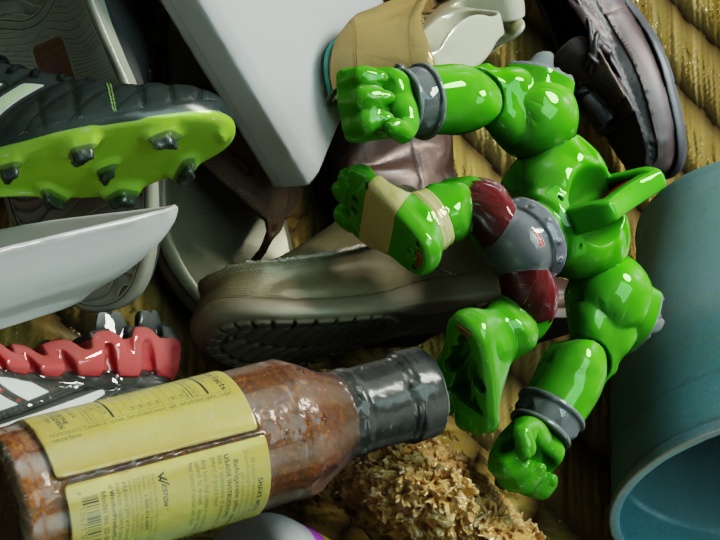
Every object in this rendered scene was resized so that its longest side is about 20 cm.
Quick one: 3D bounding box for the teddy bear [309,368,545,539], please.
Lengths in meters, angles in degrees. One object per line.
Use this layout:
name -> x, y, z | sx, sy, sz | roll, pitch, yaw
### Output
teddy bear -> 0.042, 0.110, 0.933 | 0.067, 0.200, 0.145 | -52, 144, 6

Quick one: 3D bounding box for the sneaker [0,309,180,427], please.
sneaker -> -0.155, 0.075, 0.852 | 0.200, 0.071, 0.098 | -5, 77, -41

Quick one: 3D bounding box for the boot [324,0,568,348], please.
boot -> 0.052, -0.061, 1.076 | 0.186, 0.064, 0.200 | 3, 69, -40

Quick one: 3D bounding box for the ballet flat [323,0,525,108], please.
ballet flat -> 0.050, -0.121, 1.009 | 0.200, 0.063, 0.069 | -48, 128, -53

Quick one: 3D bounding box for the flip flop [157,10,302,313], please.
flip flop -> -0.056, -0.063, 0.984 | 0.081, 0.058, 0.200 | 11, 72, -36

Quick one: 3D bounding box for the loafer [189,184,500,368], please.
loafer -> 0.000, 0.000, 0.954 | 0.200, 0.076, 0.068 | -7, 71, -41

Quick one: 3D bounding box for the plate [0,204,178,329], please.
plate -> -0.197, 0.017, 0.756 | 0.199, 0.200, 0.032 | -17, 97, -42

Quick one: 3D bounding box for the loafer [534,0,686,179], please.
loafer -> 0.124, -0.140, 1.161 | 0.063, 0.072, 0.200 | -15, 79, -21

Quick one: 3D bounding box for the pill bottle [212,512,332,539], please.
pill bottle -> 0.012, 0.196, 0.927 | 0.200, 0.104, 0.104 | 32, 58, -28

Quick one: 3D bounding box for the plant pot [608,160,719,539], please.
plant pot -> 0.225, 0.047, 1.102 | 0.200, 0.200, 0.188 | 22, 49, -32

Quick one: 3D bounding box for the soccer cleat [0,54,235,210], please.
soccer cleat -> -0.152, -0.064, 0.840 | 0.068, 0.200, 0.081 | 68, 15, -66

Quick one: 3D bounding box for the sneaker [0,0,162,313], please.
sneaker -> -0.115, -0.084, 0.921 | 0.106, 0.075, 0.200 | -14, 93, -71

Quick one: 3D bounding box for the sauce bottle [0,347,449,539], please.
sauce bottle -> -0.056, 0.074, 0.833 | 0.200, 0.066, 0.066 | -11, 83, -28

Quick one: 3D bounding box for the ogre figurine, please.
ogre figurine -> 0.071, -0.010, 0.902 | 0.120, 0.098, 0.200 | -28, 81, -31

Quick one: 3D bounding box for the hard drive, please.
hard drive -> -0.054, -0.154, 0.919 | 0.200, 0.027, 0.132 | 59, 38, -38
